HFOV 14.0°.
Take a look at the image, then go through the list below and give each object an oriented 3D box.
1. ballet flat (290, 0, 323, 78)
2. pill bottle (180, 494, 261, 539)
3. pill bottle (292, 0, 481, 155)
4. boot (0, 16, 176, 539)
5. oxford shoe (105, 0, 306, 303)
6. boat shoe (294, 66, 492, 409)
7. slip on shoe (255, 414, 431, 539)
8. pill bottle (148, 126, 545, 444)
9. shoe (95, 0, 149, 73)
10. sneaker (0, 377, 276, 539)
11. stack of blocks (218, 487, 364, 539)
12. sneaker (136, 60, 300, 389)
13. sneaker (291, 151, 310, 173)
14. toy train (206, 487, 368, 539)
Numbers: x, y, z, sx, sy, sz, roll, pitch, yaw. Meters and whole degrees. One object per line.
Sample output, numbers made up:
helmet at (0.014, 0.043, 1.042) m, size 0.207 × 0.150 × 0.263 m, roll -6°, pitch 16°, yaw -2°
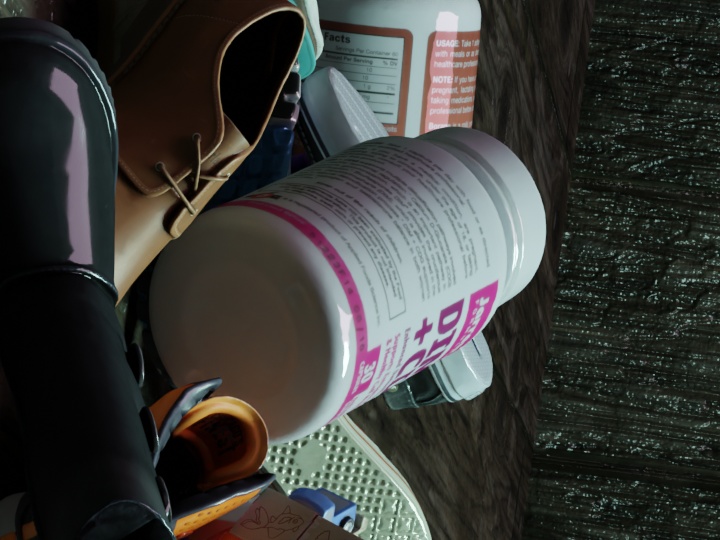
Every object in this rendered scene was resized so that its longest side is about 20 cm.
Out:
ballet flat at (-0.054, -0.167, 1.534) m, size 0.200 × 0.069 × 0.070 m, roll 84°, pitch 15°, yaw -67°
pill bottle at (-0.080, 0.210, 1.448) m, size 0.111 × 0.111 × 0.201 m, roll 42°, pitch 55°, yaw -78°
pill bottle at (0.016, -0.118, 1.785) m, size 0.112 × 0.112 × 0.201 m, roll -35°, pitch 131°, yaw -77°
boot at (-0.110, 0.027, 1.090) m, size 0.201 × 0.065 × 0.165 m, roll -102°, pitch -177°, yaw -46°
oxford shoe at (-0.089, -0.044, 1.250) m, size 0.071 × 0.071 × 0.201 m, roll 48°, pitch 63°, yaw -44°
boat shoe at (0.002, -0.009, 1.561) m, size 0.072 × 0.071 × 0.201 m, roll -72°, pitch 139°, yaw -69°
slip on shoe at (-0.021, 0.109, 1.541) m, size 0.200 × 0.074 × 0.061 m, roll 58°, pitch -3°, yaw -24°
pill bottle at (0.000, 0.000, 1.409) m, size 0.200 × 0.113 × 0.114 m, roll -27°, pitch 127°, yaw -51°
shoe at (-0.092, -0.115, 1.334) m, size 0.070 × 0.053 × 0.201 m, roll 17°, pitch 80°, yaw -80°
sneaker at (-0.083, 0.092, 1.310) m, size 0.078 × 0.112 × 0.200 m, roll 58°, pitch 16°, yaw -6°
stack of blocks at (-0.023, 0.188, 1.329) m, size 0.115 × 0.058 × 0.201 m, roll -49°, pitch 149°, yaw -27°
sneaker at (-0.066, -0.021, 1.512) m, size 0.087 × 0.075 × 0.201 m, roll 90°, pitch 10°, yaw -62°
sneaker at (-0.051, 0.009, 1.615) m, size 0.089 × 0.080 × 0.200 m, roll 51°, pitch 52°, yaw -24°
toy train at (-0.061, 0.140, 1.342) m, size 0.200 × 0.034 × 0.046 m, roll -24°, pitch 128°, yaw -52°
